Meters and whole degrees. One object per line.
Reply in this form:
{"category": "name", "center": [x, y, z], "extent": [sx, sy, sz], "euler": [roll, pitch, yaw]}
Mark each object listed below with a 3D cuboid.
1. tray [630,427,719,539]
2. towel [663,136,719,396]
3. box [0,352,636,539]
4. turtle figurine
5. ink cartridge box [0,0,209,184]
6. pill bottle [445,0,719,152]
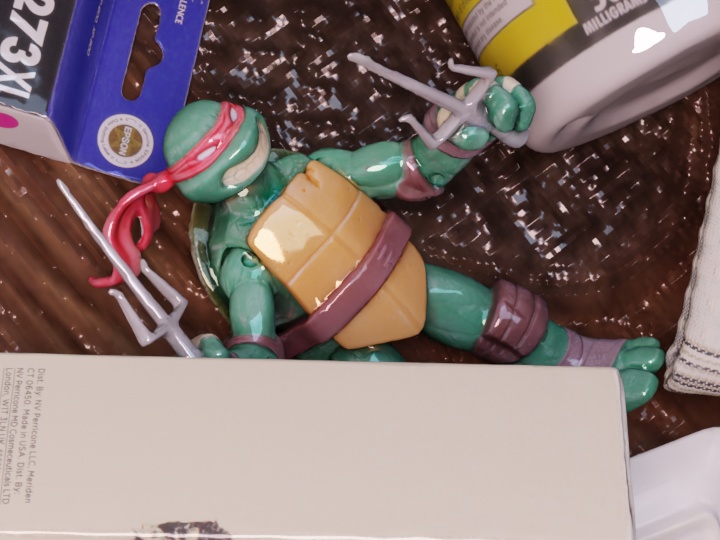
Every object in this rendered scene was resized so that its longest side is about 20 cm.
{"category": "tray", "center": [0.044, 0.130, 0.841], "extent": [0.200, 0.022, 0.107], "euler": [-19, 108, -20]}
{"category": "towel", "center": [0.208, -0.041, 0.863], "extent": [0.192, 0.035, 0.200], "euler": [9, 102, -7]}
{"category": "box", "center": [-0.025, 0.075, 0.780], "extent": [0.200, 0.082, 0.068], "euler": [1, 47, 0]}
{"category": "turtle figurine", "center": [0.000, 0.000, 0.856], "extent": [0.200, 0.101, 0.150], "euler": [43, 82, -20]}
{"category": "ink cartridge box", "center": [-0.145, -0.100, 0.877], "extent": [0.200, 0.037, 0.095], "euler": [18, 67, -15]}
{"category": "pill bottle", "center": [0.059, -0.150, 0.918], "extent": [0.111, 0.111, 0.200], "euler": [-25, 81, -24]}
